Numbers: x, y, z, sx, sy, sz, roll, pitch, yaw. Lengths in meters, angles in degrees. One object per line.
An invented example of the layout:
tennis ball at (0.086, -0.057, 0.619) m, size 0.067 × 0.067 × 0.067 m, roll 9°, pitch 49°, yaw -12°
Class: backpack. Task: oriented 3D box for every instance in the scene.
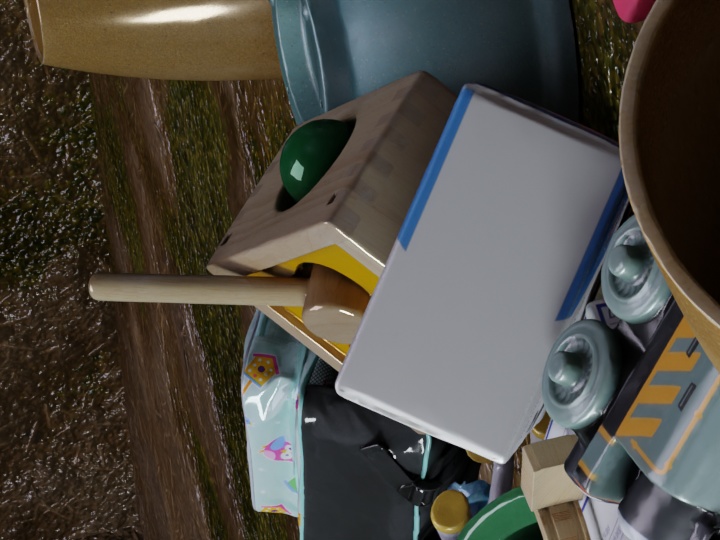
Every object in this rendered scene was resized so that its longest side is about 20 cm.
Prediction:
backpack at (0.012, 0.063, 1.804) m, size 0.176 × 0.153 × 0.200 m, roll 84°, pitch -154°, yaw -49°

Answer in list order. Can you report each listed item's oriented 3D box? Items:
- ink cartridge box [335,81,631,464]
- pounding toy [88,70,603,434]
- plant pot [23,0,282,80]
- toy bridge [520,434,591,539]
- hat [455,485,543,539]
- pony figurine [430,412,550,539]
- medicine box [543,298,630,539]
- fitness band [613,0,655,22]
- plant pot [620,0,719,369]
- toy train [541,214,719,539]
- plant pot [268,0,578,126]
ink cartridge box at (0.064, -0.002, 1.338) m, size 0.200 × 0.084 × 0.145 m, roll -18°, pitch -49°, yaw -82°
pounding toy at (0.000, 0.000, 1.560) m, size 0.200 × 0.142 × 0.184 m, roll 38°, pitch 157°, yaw -16°
plant pot at (-0.160, -0.225, 2.336) m, size 0.186 × 0.200 × 0.186 m, roll 168°, pitch 90°, yaw -78°
toy bridge at (0.110, 0.163, 1.291) m, size 0.067 × 0.027 × 0.200 m, roll 90°, pitch 164°, yaw -49°
hat at (0.145, 0.140, 1.570) m, size 0.176 × 0.166 × 0.200 m, roll -50°, pitch -23°, yaw -59°
pony figurine at (0.088, 0.186, 1.679) m, size 0.200 × 0.167 × 0.193 m, roll 70°, pitch -150°, yaw -58°
medicine box at (0.161, 0.128, 1.335) m, size 0.182 × 0.103 × 0.200 m, roll 101°, pitch 156°, yaw -62°
fitness band at (0.159, -0.083, 1.317) m, size 0.200 × 0.037 × 0.144 m, roll 109°, pitch 145°, yaw -71°
plant pot at (0.183, 0.001, 0.933) m, size 0.200 × 0.186 × 0.186 m, roll 71°, pitch 180°, yaw -60°
toy train at (0.149, 0.022, 1.184) m, size 0.200 × 0.085 × 0.114 m, roll -61°, pitch 34°, yaw 18°
plant pot at (0.026, -0.133, 1.663) m, size 0.200 × 0.134 × 0.200 m, roll 168°, pitch 90°, yaw -79°
